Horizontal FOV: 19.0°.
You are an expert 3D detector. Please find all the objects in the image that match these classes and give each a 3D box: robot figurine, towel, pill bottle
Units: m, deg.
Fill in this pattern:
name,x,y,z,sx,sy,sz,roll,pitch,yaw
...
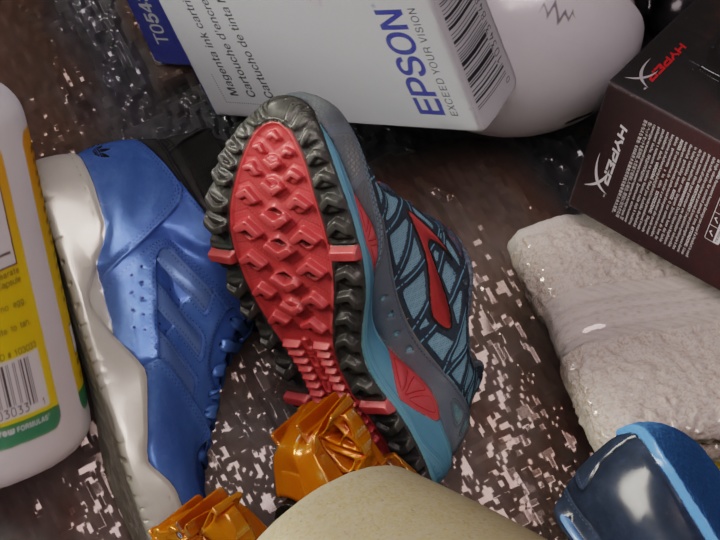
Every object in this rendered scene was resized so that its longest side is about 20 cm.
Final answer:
name,x,y,z,sx,sy,sz,roll,pitch,yaw
robot figurine,0.008,0.158,0.871,0.145,0.058,0.200,-39,98,-35
towel,0.176,0.025,0.935,0.200,0.035,0.133,-4,45,-17
pill bottle,-0.184,-0.015,0.882,0.113,0.113,0.200,-13,104,-8
robot figurine,0.071,-0.159,0.986,0.150,0.125,0.200,-7,68,28

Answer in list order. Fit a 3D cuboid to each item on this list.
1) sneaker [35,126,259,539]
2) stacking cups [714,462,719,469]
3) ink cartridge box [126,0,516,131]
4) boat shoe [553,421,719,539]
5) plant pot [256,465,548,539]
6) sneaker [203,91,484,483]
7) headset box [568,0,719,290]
name,x,y,z,sx,sy,sz,roll,pitch,yaw
sneaker,-0.065,0.034,0.933,0.111,0.077,0.200,-15,79,-15
stacking cups,0.162,0.164,0.912,0.060,0.061,0.200,-10,72,-7
ink cartridge box,-0.054,-0.146,0.895,0.200,0.196,0.043,4,47,34
boat shoe,0.143,0.154,0.824,0.069,0.084,0.200,-40,56,22
plant pot,0.044,0.166,0.738,0.187,0.187,0.200,-35,58,-14
sneaker,0.000,0.000,0.909,0.079,0.200,0.096,9,43,33
headset box,0.216,-0.041,0.933,0.200,0.077,0.149,31,46,19
